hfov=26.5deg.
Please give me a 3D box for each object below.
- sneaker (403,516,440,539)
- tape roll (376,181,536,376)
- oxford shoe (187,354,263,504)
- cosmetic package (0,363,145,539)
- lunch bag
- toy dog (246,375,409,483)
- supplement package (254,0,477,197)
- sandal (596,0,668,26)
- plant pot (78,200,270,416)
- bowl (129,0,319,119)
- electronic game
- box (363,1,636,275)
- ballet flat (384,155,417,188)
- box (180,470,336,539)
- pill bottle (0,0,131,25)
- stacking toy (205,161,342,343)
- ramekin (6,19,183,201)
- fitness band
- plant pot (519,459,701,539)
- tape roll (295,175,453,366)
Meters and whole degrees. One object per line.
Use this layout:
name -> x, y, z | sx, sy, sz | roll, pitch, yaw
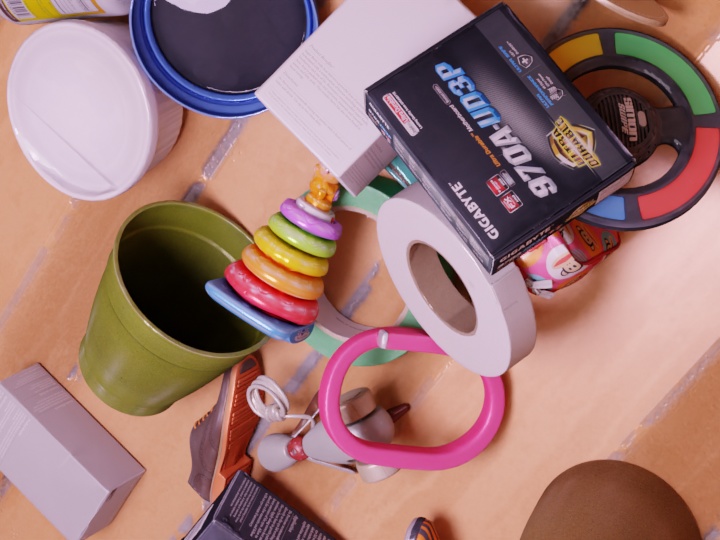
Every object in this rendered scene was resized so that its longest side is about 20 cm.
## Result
sneaker -> 0.116, 0.356, 1.656 | 0.111, 0.078, 0.201 | -6, 111, 26
tape roll -> 0.091, 0.009, 1.469 | 0.203, 0.037, 0.203 | 46, 156, 27
oxford shoe -> -0.163, 0.180, 1.756 | 0.073, 0.071, 0.201 | 24, 114, 26
cosmetic package -> -0.372, 0.224, 1.875 | 0.200, 0.090, 0.107 | 43, 119, 9
lunch bag -> 0.154, -0.075, 1.450 | 0.082, 0.176, 0.201 | -36, 83, 26
toy dog -> -0.023, 0.174, 1.681 | 0.199, 0.096, 0.133 | 11, 117, 39
supplement package -> 0.017, -0.190, 1.484 | 0.200, 0.120, 0.121 | -45, 79, 2
sandal -> 0.209, -0.311, 1.414 | 0.211, 0.077, 0.070 | 40, 125, 19
plant pot -> -0.218, 0.060, 1.698 | 0.201, 0.200, 0.193 | 49, 132, 8
bowl -> -0.140, -0.260, 1.600 | 0.199, 0.039, 0.202 | 2, 116, 5
electronic game -> 0.236, -0.131, 1.404 | 0.200, 0.200, 0.042 | 45, 163, 11
box -> 0.122, -0.119, 1.358 | 0.158, 0.046, 0.200 | -33, 72, -10
ballet flat -> 0.083, -0.086, 1.561 | 0.070, 0.067, 0.200 | -42, 82, 6
box -> -0.109, 0.351, 1.723 | 0.200, 0.104, 0.148 | 37, 119, -6
pill bottle -> -0.305, -0.330, 1.672 | 0.199, 0.109, 0.110 | 0, 104, 28
stacking toy -> -0.062, -0.035, 1.582 | 0.109, 0.116, 0.201 | 31, 102, 12
ramekin -> -0.288, -0.185, 1.703 | 0.201, 0.094, 0.204 | 11, 113, 26
fitness band -> 0.054, 0.133, 1.576 | 0.199, 0.037, 0.145 | 8, 98, -20
plant pot -> 0.219, 0.308, 1.506 | 0.185, 0.200, 0.188 | 8, 107, 28
tape roll -> 0.000, 0.000, 1.631 | 0.199, 0.048, 0.202 | 8, 106, 27
